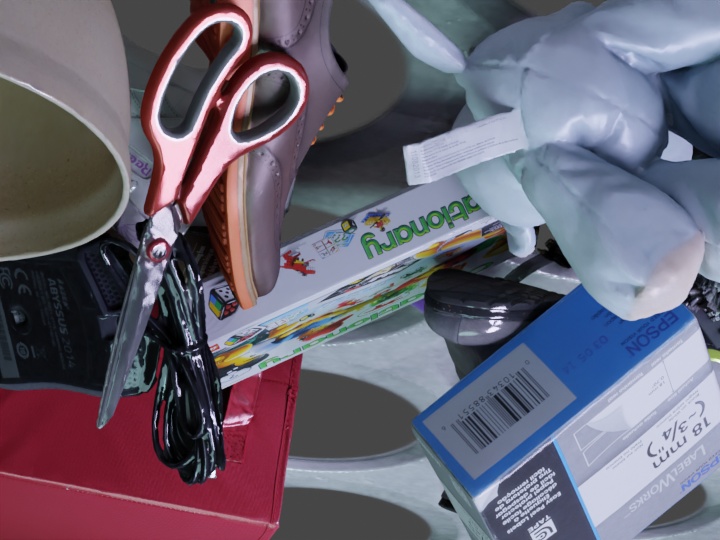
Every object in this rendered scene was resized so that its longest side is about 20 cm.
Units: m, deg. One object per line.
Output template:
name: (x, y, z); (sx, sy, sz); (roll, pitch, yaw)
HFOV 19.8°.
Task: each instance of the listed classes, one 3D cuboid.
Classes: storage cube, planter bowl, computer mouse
storage cube: (-0.140, 0.076, 1.230); (0.178, 0.172, 0.200); (12, 159, -12)
planter bowl: (-0.192, -0.107, 0.899); (0.198, 0.136, 0.201); (4, 156, 2)
computer mouse: (-0.140, 0.023, 1.040); (0.199, 0.053, 0.140); (11, 118, 37)

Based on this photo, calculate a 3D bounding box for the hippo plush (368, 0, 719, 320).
hippo plush: (0.101, -0.046, 0.945); (0.198, 0.161, 0.161); (-11, 170, -11)

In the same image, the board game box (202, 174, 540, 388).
board game box: (0.000, 0.000, 1.085); (0.199, 0.035, 0.126); (-24, 168, -2)

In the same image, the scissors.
scissors: (-0.092, -0.023, 0.911); (0.073, 0.201, 0.014); (24, -166, -36)

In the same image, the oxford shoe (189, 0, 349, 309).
oxford shoe: (-0.038, -0.068, 0.958); (0.072, 0.071, 0.201); (-9, 130, -17)

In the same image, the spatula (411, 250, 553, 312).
spatula: (0.105, -0.002, 1.201); (0.199, 0.021, 0.056); (-20, 146, 33)

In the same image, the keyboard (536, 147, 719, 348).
keyboard: (0.177, -0.004, 1.153); (0.126, 0.021, 0.200); (-20, 145, 18)

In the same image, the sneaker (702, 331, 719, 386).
sneaker: (0.159, 0.091, 1.325); (0.199, 0.083, 0.071); (-17, 147, 39)

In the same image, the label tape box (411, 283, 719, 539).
label tape box: (0.122, 0.103, 1.080); (0.144, 0.063, 0.200); (-38, 142, -8)

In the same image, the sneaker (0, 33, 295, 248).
sneaker: (-0.121, -0.065, 1.020); (0.198, 0.100, 0.075); (15, 159, -18)

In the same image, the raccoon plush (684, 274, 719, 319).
raccoon plush: (0.179, -0.020, 1.035); (0.199, 0.097, 0.134); (-28, 137, 23)

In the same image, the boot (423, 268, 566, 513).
boot: (0.071, 0.072, 1.107); (0.069, 0.133, 0.200); (15, -179, 20)

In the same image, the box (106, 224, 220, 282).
box: (-0.151, -0.041, 1.112); (0.198, 0.076, 0.100); (9, 156, -13)
